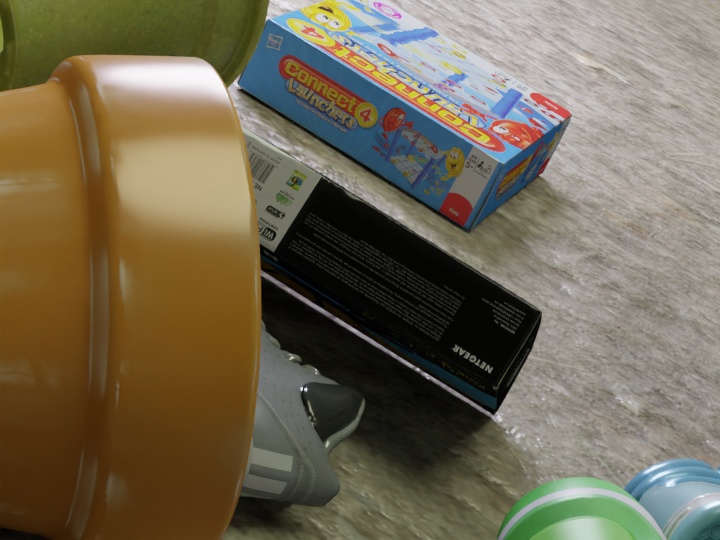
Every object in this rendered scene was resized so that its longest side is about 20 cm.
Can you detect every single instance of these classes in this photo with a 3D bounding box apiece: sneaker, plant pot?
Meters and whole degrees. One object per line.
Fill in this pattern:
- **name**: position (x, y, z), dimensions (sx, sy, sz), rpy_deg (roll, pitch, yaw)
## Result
- **sneaker**: position (0.212, 0.161, 0.930), dimensions (0.200, 0.080, 0.131), rpy_deg (40, 0, -19)
- **plant pot**: position (-0.184, -0.164, 1.046), dimensions (0.200, 0.201, 0.184), rpy_deg (36, 35, 18)
- **sneaker**: position (-0.060, 0.044, 0.890), dimensions (0.115, 0.075, 0.200), rpy_deg (19, 33, -35)
- **plant pot**: position (-0.153, 0.014, 0.705), dimensions (0.182, 0.201, 0.200), rpy_deg (1, 32, -20)

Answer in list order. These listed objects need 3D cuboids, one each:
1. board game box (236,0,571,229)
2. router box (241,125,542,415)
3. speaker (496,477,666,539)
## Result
- **board game box**: position (0.038, -0.125, 1.349), dimensions (0.199, 0.056, 0.196), rpy_deg (32, 23, 9)
- **router box**: position (0.000, 0.000, 0.978), dimensions (0.199, 0.051, 0.149), rpy_deg (32, -6, 8)
- **speaker**: position (0.106, 0.172, 0.773), dimensions (0.088, 0.089, 0.200), rpy_deg (22, 24, -14)
